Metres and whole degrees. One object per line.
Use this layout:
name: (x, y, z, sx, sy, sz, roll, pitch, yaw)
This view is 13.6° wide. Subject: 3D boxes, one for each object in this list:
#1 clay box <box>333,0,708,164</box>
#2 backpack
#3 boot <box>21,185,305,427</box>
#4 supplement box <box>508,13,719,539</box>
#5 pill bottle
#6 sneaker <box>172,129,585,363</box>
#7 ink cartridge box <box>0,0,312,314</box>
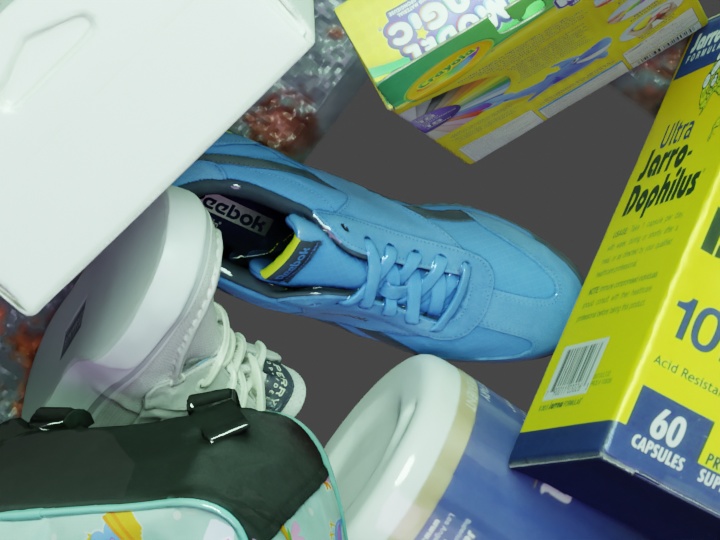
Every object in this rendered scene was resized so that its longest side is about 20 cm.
clay box: (0.062, -0.096, 1.111, 0.115, 0.200, 0.048, -31, 79, 7)
backpack: (-0.083, 0.166, 1.112, 0.175, 0.153, 0.201, -7, 115, 23)
boot: (-0.063, 0.029, 1.171, 0.095, 0.200, 0.074, 16, 68, -14)
supplement box: (0.156, 0.007, 1.158, 0.109, 0.109, 0.201, 26, 78, -12)
pill bottle: (0.077, 0.131, 1.236, 0.200, 0.111, 0.111, 34, 104, -14)
sneaker: (0.000, 0.000, 1.205, 0.199, 0.078, 0.066, 19, 105, -11)
ink cartridge box: (-0.094, -0.087, 1.094, 0.148, 0.200, 0.086, -43, 105, 12)
